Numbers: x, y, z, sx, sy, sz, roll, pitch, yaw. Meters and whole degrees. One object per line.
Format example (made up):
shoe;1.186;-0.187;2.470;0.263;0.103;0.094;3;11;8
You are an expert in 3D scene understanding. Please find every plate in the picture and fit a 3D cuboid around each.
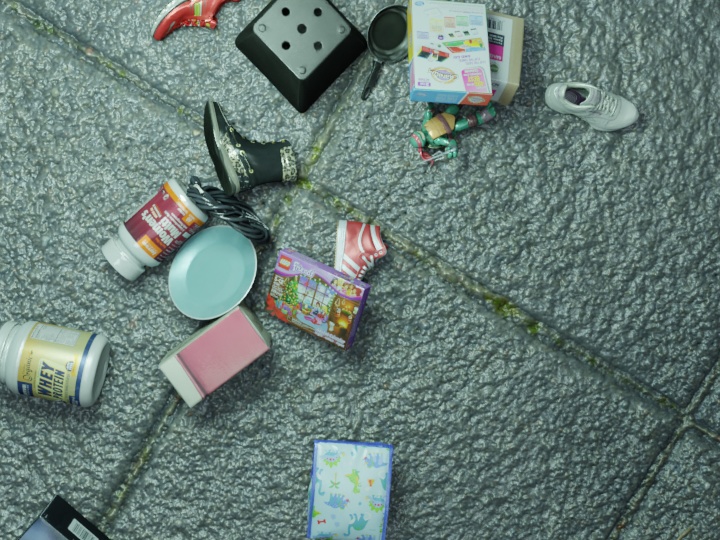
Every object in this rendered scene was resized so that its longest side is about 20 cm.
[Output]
plate;-0.293;0.006;1.660;0.198;0.026;0.203;-7;66;17

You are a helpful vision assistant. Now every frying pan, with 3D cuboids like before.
frying pan;0.058;-0.442;1.673;0.114;0.031;0.192;-7;124;-23

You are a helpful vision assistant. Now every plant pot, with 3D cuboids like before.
plant pot;-0.113;-0.450;1.589;0.200;0.177;0.200;-45;97;1

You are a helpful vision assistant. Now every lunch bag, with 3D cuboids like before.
lunch bag;-0.023;0.448;1.721;0.168;0.128;0.203;4;106;-5

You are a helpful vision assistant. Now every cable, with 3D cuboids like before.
cable;-0.249;-0.114;1.616;0.199;0.163;0.051;35;93;-25

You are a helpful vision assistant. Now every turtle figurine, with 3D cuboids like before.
turtle figurine;0.165;-0.296;1.665;0.199;0.101;0.151;-32;89;-11

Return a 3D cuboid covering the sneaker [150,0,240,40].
sneaker;-0.320;-0.504;1.619;0.199;0.077;0.085;-35;103;0

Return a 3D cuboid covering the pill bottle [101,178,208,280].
pill bottle;-0.408;-0.079;1.640;0.200;0.110;0.110;-42;98;1

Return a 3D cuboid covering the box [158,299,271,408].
box;-0.288;0.163;1.667;0.199;0.128;0.109;-37;98;0

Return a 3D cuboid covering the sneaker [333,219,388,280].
sneaker;0.000;0.000;1.700;0.111;0.071;0.203;3;94;-1

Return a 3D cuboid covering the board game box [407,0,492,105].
board game box;0.166;-0.412;1.560;0.151;0.040;0.202;3;70;-7

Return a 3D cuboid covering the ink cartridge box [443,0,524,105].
ink cartridge box;0.217;-0.432;1.637;0.197;0.075;0.167;10;68;-6

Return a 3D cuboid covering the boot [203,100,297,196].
boot;-0.223;-0.251;1.658;0.152;0.074;0.206;-12;71;-25

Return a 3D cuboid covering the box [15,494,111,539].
box;-0.627;0.614;1.694;0.200;0.123;0.199;42;93;-7

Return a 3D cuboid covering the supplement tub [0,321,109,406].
supplement tub;-0.611;0.181;1.635;0.198;0.144;0.146;12;95;-6

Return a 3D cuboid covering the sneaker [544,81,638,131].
sneaker;0.479;-0.334;1.687;0.198;0.100;0.076;12;93;-7

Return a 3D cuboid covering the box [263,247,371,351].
box;-0.089;0.057;1.663;0.198;0.039;0.138;24;108;18
